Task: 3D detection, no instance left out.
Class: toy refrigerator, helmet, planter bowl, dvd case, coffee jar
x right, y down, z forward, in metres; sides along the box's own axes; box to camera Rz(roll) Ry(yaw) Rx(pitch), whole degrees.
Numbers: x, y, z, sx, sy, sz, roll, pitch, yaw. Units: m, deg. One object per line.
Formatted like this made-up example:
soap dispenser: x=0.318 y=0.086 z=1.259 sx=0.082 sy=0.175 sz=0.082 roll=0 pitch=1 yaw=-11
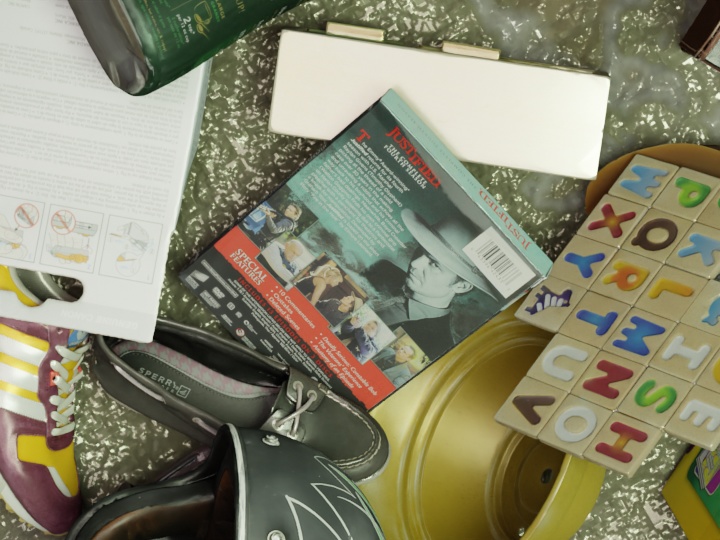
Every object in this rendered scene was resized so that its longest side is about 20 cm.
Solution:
toy refrigerator: x=0.049 y=-0.106 z=1.545 sx=0.199 sy=0.076 sz=0.070 roll=8 pitch=97 yaw=4
helmet: x=-0.071 y=0.196 z=1.483 sx=0.190 sy=0.200 sz=0.201 roll=-25 pitch=94 yaw=0
planter bowl: x=0.089 y=0.113 z=1.541 sx=0.083 sy=0.200 sz=0.201 roll=25 pitch=100 yaw=-34
dvd case: x=0.000 y=0.000 z=1.539 sx=0.146 sy=0.022 sz=0.200 roll=46 pitch=126 yaw=-6
coffee jar: x=-0.072 y=-0.188 z=1.504 sx=0.199 sy=0.085 sz=0.105 roll=-28 pitch=94 yaw=-23

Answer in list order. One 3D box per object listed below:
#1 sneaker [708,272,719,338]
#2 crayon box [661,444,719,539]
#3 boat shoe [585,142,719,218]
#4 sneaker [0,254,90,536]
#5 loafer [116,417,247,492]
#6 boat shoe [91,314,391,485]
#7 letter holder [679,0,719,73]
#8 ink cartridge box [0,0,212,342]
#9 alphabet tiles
sneaker: x=0.226 y=0.048 z=1.502 sx=0.077 sy=0.200 sz=0.082 roll=-15 pitch=108 yaw=-16
crayon box: x=0.267 y=0.088 z=1.498 sx=0.058 sy=0.173 sz=0.201 roll=32 pitch=98 yaw=-10
boat shoe: x=0.238 y=-0.041 z=1.538 sx=0.199 sy=0.070 sz=0.071 roll=-2 pitch=81 yaw=25
sneaker: x=-0.201 y=0.065 z=1.584 sx=0.090 sy=0.075 sz=0.201 roll=-21 pitch=96 yaw=12
loafer: x=-0.122 y=0.149 z=1.600 sx=0.199 sy=0.072 sz=0.063 roll=-27 pitch=74 yaw=1
boat shoe: x=-0.077 y=0.079 z=1.558 sx=0.199 sy=0.057 sz=0.067 roll=20 pitch=64 yaw=16
letter holder: x=0.283 y=-0.188 z=1.483 sx=0.100 sy=0.142 sz=0.201 roll=31 pitch=98 yaw=0
ink cartridge box: x=-0.185 y=-0.069 z=1.568 sx=0.162 sy=0.057 sz=0.201 roll=10 pitch=92 yaw=2
alphabet tiles: x=0.169 y=0.026 z=1.453 sx=0.167 sy=0.008 sz=0.200 roll=21 pitch=63 yaw=39
